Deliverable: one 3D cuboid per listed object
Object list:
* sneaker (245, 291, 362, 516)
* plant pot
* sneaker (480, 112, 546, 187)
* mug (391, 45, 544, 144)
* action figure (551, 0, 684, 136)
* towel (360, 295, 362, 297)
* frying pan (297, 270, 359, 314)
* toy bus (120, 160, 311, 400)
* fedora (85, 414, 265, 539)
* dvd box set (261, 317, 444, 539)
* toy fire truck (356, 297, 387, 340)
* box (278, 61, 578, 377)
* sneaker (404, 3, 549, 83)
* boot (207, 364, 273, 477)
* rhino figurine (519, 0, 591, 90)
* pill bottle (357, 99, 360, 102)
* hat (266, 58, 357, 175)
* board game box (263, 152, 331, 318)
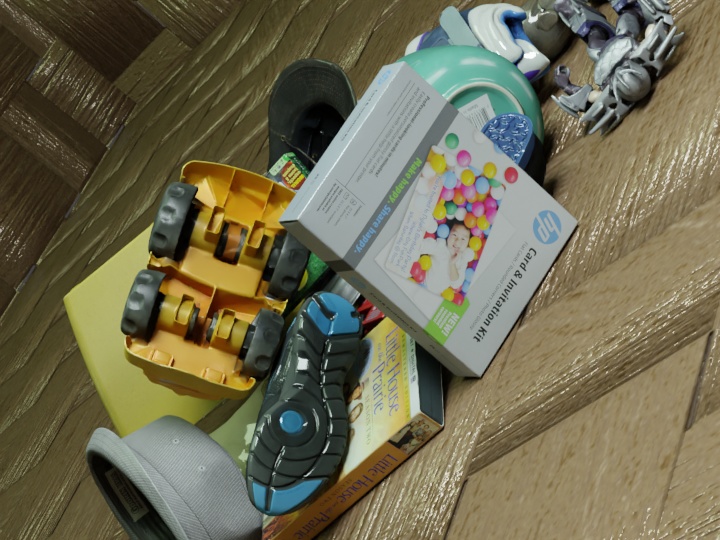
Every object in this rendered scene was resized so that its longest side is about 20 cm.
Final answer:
[{"bbox_3d":[-0.048,0.119,1.539,0.082,0.073,0.201,126,167,-55],"label":"sneaker"},{"bbox_3d":[-0.179,0.049,1.871,0.199,0.177,0.200,-38,1,9],"label":"plant pot"},{"bbox_3d":[0.102,-0.033,1.570,0.070,0.078,0.201,17,64,34],"label":"sneaker"},{"bbox_3d":[0.083,-0.108,1.676,0.114,0.151,0.187,-168,94,-71],"label":"mug"},{"bbox_3d":[0.218,-0.193,1.623,0.130,0.069,0.201,-41,20,20],"label":"action figure"},{"bbox_3d":[-0.001,-0.021,1.905,0.112,0.048,0.200,-56,15,-14],"label":"towel"},{"bbox_3d":[-0.009,0.014,1.694,0.115,0.031,0.190,-59,12,-23],"label":"frying pan"},{"bbox_3d":[-0.135,0.038,1.640,0.192,0.134,0.201,117,171,-58],"label":"toy bus"},{"bbox_3d":[-0.145,0.199,1.598,0.090,0.200,0.178,-34,-34,-21],"label":"fedora"},{"bbox_3d":[-0.009,0.129,1.554,0.200,0.029,0.147,-43,29,29],"label":"dvd box set"},{"bbox_3d":[0.039,0.016,1.692,0.142,0.049,0.200,-59,16,-26],"label":"toy fire truck"},{"bbox_3d":[0.055,-0.038,1.467,0.157,0.200,0.041,-55,21,-17],"label":"box"},{"bbox_3d":[0.113,-0.157,1.776,0.146,0.080,0.202,-18,63,38],"label":"sneaker"},{"bbox_3d":[-0.106,0.153,1.755,0.156,0.073,0.200,-52,16,0],"label":"boot"},{"bbox_3d":[0.157,-0.214,1.871,0.200,0.060,0.088,-44,20,32],"label":"rhino figurine"},{"bbox_3d":[0.030,-0.128,1.942,0.113,0.112,0.200,-56,17,-18],"label":"pill bottle"},{"bbox_3d":[-0.015,-0.108,1.837,0.080,0.203,0.200,-10,-12,-34],"label":"hat"},{"bbox_3d":[-0.097,-0.001,1.736,0.200,0.105,0.023,-47,-10,18],"label":"board game box"}]
